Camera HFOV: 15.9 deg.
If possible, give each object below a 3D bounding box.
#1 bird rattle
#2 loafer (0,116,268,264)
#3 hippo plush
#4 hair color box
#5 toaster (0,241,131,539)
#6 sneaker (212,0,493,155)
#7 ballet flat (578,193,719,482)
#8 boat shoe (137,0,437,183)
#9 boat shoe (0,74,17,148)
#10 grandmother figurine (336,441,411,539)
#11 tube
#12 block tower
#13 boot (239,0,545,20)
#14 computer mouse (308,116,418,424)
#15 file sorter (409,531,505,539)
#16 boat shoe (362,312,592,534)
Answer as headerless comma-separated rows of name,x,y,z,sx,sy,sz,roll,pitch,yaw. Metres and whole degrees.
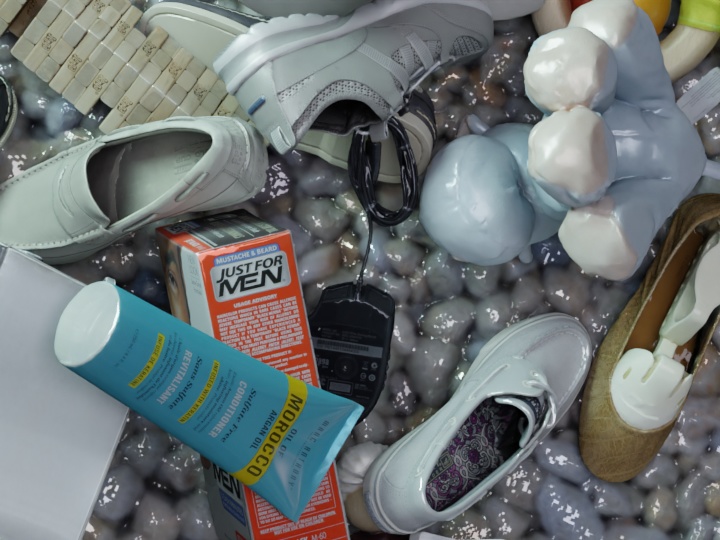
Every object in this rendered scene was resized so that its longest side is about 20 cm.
bird rattle,0.179,-0.195,1.639,0.163,0.113,0.200,-43,92,6
loafer,-0.152,-0.052,1.536,0.199,0.070,0.070,-18,72,23
hippo plush,0.117,-0.080,1.581,0.200,0.160,0.160,-30,107,-49
hair color box,-0.065,0.072,1.542,0.064,0.111,0.201,-13,101,-15
toaster,-0.209,0.090,1.497,0.118,0.181,0.201,22,82,-11
sneaker,0.004,-0.114,1.550,0.199,0.075,0.082,-17,78,-35
ballet flat,0.199,0.041,1.636,0.068,0.072,0.201,30,81,-9
boat shoe,-0.043,-0.121,1.618,0.199,0.073,0.063,25,39,-3
boat shoe,-0.271,-0.039,1.550,0.074,0.066,0.200,36,80,0
grandmother figurine,0.018,0.206,1.597,0.121,0.060,0.201,-7,90,-33
tube,-0.083,0.071,1.441,0.200,0.050,0.078,33,93,-39
block tower,-0.147,-0.122,1.578,0.200,0.054,0.058,39,37,-7
boot,0.018,-0.208,1.629,0.199,0.073,0.091,1,64,-8
computer mouse,0.000,0.000,1.600,0.058,0.034,0.201,11,101,2
file sorter,0.132,0.244,1.553,0.199,0.124,0.140,16,76,-25
boat shoe,0.085,0.090,1.587,0.200,0.068,0.072,-33,103,-34
